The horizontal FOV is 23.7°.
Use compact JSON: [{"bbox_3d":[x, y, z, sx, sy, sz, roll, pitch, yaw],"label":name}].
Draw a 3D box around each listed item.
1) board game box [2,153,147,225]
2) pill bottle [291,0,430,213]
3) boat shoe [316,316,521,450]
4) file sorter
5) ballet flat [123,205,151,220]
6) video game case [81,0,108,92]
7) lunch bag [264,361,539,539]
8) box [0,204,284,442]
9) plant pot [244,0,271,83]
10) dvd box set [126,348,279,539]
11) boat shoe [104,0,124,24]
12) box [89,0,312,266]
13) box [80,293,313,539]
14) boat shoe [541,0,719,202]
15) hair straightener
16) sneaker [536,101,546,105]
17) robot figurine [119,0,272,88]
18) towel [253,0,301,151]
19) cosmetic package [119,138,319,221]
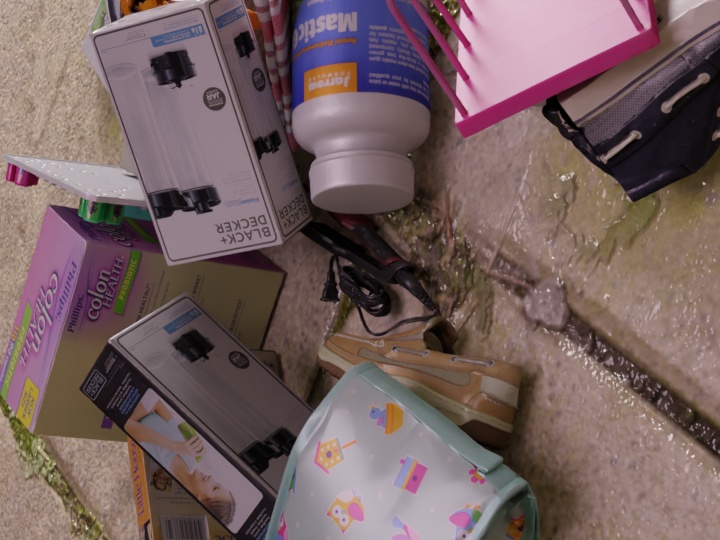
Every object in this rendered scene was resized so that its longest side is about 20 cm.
[{"bbox_3d":[-0.195,-0.066,1.539,0.200,0.199,0.026,24,105,54],"label":"board game box"},{"bbox_3d":[0.000,-0.152,1.362,0.112,0.111,0.202,-20,66,51],"label":"pill bottle"},{"bbox_3d":[0.049,0.071,1.291,0.199,0.071,0.077,20,88,44],"label":"boat shoe"},{"bbox_3d":[0.100,-0.212,1.120,0.138,0.126,0.201,-25,29,21],"label":"file sorter"},{"bbox_3d":[-0.224,-0.009,1.697,0.069,0.069,0.202,10,89,55],"label":"ballet flat"},{"bbox_3d":[-0.221,-0.270,1.776,0.201,0.022,0.182,-62,39,24],"label":"video game case"},{"bbox_3d":[0.029,0.185,1.214,0.170,0.121,0.201,37,119,35],"label":"lunch bag"},{"bbox_3d":[-0.195,0.053,1.513,0.097,0.199,0.177,36,112,51],"label":"box"},{"bbox_3d":[-0.109,-0.274,1.560,0.200,0.092,0.203,-17,69,53],"label":"plant pot"},{"bbox_3d":[-0.123,0.158,1.435,0.029,0.145,0.201,-44,50,47],"label":"dvd box set"},{"bbox_3d":[-0.197,-0.315,1.675,0.062,0.074,0.202,4,76,65],"label":"boat shoe"},{"bbox_3d":[-0.125,-0.113,1.370,0.116,0.060,0.201,-9,107,26],"label":"box"},{"bbox_3d":[-0.109,0.121,1.362,0.200,0.117,0.060,43,123,10],"label":"box"},{"bbox_3d":[0.220,-0.129,1.095,0.199,0.093,0.075,-34,18,18],"label":"boat shoe"},{"bbox_3d":[0.000,0.000,1.399,0.200,0.041,0.077,41,116,46],"label":"hair straightener"},{"bbox_3d":[0.125,-0.157,1.212,0.199,0.084,0.073,10,92,56],"label":"sneaker"},{"bbox_3d":[-0.148,-0.202,1.480,0.200,0.058,0.146,38,144,50],"label":"robot figurine"},{"bbox_3d":[-0.066,-0.214,1.410,0.147,0.030,0.201,-82,-13,-54],"label":"towel"},{"bbox_3d":[-0.124,-0.101,1.529,0.200,0.103,0.074,25,107,53],"label":"cosmetic package"}]
